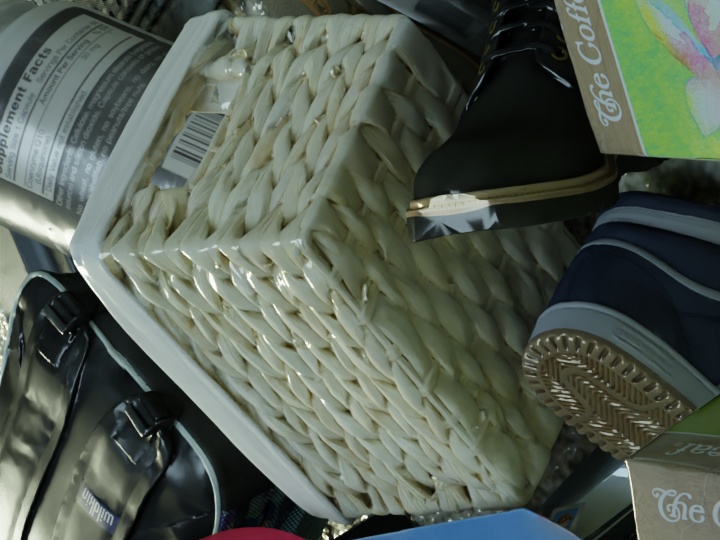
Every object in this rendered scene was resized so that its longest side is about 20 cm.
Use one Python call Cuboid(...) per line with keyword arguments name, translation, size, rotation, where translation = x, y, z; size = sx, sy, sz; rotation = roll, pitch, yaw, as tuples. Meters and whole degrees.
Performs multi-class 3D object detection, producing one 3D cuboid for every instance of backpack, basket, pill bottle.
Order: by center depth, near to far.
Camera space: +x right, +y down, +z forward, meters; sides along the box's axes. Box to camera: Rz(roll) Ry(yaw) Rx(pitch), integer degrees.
Cuboid(name="basket", translation=(0.000, 0.000, 0.994), size=(0.123, 0.136, 0.200), rotation=(-3, 141, 38))
Cuboid(name="pill bottle", translation=(-0.117, -0.059, 1.130), size=(0.199, 0.113, 0.113), rotation=(24, 125, 21))
Cuboid(name="backpack", translation=(-0.105, 0.104, 1.191), size=(0.178, 0.150, 0.200), rotation=(45, 126, 29))

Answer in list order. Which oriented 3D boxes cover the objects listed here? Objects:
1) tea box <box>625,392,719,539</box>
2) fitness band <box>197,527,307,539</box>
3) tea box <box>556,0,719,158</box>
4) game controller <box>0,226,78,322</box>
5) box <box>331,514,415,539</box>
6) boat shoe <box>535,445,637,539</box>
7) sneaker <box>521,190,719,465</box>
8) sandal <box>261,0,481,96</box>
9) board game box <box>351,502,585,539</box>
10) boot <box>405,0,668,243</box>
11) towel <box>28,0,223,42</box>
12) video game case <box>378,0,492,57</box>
Cuboid(name="tea box", translation=(0.231, 0.099, 0.824), size=(0.200, 0.196, 0.134), rotation=(8, 114, 43))
Cuboid(name="fitness band", translation=(-0.057, 0.192, 1.070), size=(0.200, 0.037, 0.144), rotation=(-27, 87, 41))
Cuboid(name="tea box", translation=(0.163, -0.151, 0.787), size=(0.196, 0.134, 0.201), rotation=(5, 124, 45))
Cuboid(name="game controller", translation=(-0.192, -0.050, 1.297), size=(0.104, 0.042, 0.201), rotation=(-18, 96, 62))
Cuboid(name="box", translation=(-0.042, 0.225, 1.196), size=(0.079, 0.141, 0.200), rotation=(44, 134, 16))
Cuboid(name="boat shoe", translation=(0.109, 0.143, 1.069), size=(0.091, 0.071, 0.200), rotation=(42, 133, 2))
Cuboid(name="sneaker", translation=(0.158, 0.051, 0.979), size=(0.200, 0.109, 0.070), rotation=(41, 139, -20))
Cuboid(name="sandal", translation=(0.003, -0.085, 1.056), size=(0.200, 0.054, 0.080), rotation=(47, 143, 3))
Cuboid(name="board game box", translation=(0.067, 0.160, 1.036), size=(0.200, 0.039, 0.158), rotation=(-16, 116, 42))
Cuboid(name="boot", translation=(0.060, -0.094, 0.903), size=(0.077, 0.200, 0.139), rotation=(-4, 104, 23))
Cuboid(name="towel", translation=(-0.146, -0.179, 1.184), size=(0.200, 0.034, 0.193), rotation=(53, 136, 11))
Cuboid(name="video game case", translation=(-0.024, -0.176, 0.973), size=(0.023, 0.182, 0.200), rotation=(-40, 77, 11))
